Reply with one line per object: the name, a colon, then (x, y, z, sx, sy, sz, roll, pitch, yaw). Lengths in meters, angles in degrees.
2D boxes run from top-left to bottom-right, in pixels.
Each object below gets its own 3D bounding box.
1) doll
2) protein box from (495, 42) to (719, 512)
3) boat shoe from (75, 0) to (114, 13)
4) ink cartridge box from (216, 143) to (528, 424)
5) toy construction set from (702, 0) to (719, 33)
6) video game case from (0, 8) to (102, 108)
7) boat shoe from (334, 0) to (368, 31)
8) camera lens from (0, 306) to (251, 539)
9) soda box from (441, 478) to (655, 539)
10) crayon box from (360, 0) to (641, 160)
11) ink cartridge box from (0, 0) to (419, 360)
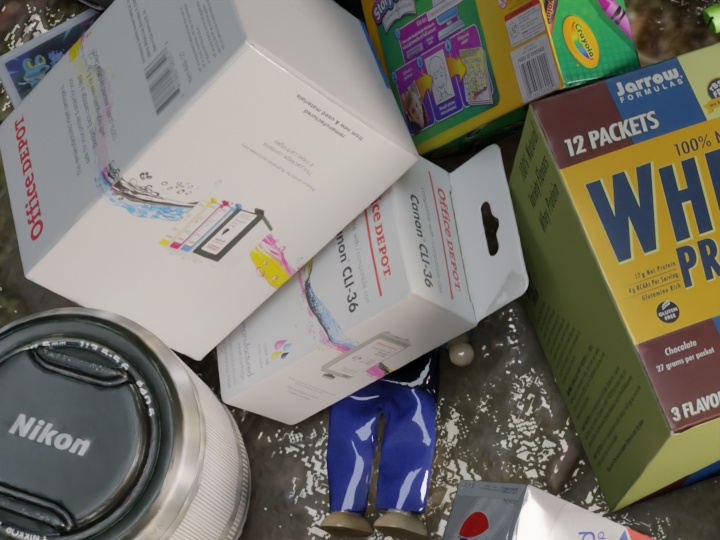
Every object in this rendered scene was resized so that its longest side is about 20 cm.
doll: (0.012, 0.069, 1.106, 0.136, 0.048, 0.200, -3, 70, 30)
protein box: (0.185, 0.009, 1.013, 0.135, 0.199, 0.200, -18, 71, -8)
boat shoe: (-0.186, -0.212, 1.185, 0.200, 0.057, 0.067, 22, 101, 35)
ink cartridge box: (0.000, 0.000, 1.062, 0.200, 0.067, 0.117, -31, 53, 30)
toy construction set: (0.284, -0.211, 1.108, 0.200, 0.131, 0.092, -16, 71, 3)
video game case: (-0.133, -0.117, 1.200, 0.200, 0.023, 0.182, -28, 72, 0)
boat shoe: (-0.003, -0.213, 1.152, 0.074, 0.066, 0.199, 12, 102, 29)
camera lens: (-0.156, 0.118, 1.037, 0.160, 0.200, 0.160, -2, 73, 8)
soda box: (0.142, 0.181, 0.985, 0.200, 0.068, 0.063, 26, 74, -27)
crayon box: (0.078, -0.146, 1.046, 0.058, 0.200, 0.119, -12, 86, -28)
ink cartridge box: (-0.097, -0.077, 1.039, 0.200, 0.145, 0.147, -42, 41, 21)
